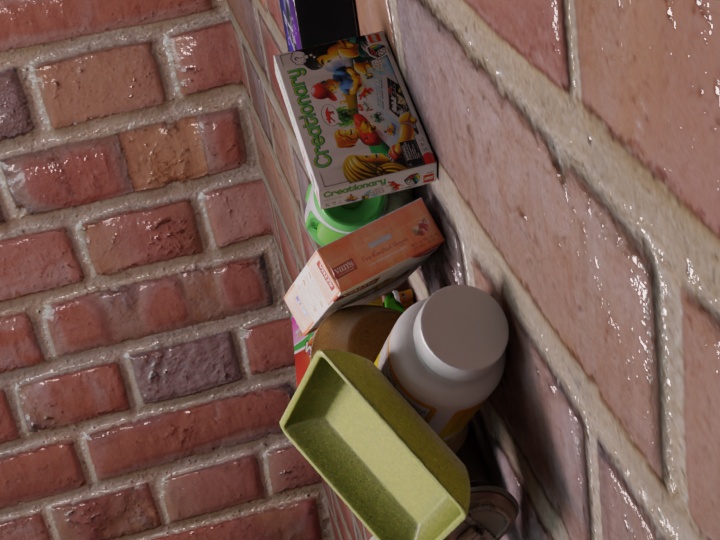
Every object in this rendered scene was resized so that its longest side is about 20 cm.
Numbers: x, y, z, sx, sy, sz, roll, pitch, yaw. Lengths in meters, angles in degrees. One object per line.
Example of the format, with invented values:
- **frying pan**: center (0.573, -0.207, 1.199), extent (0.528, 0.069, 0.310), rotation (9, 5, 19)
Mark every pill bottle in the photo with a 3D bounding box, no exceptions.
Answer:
- **pill bottle**: center (0.074, 0.092, 1.279), extent (0.200, 0.112, 0.113), rotation (113, 143, -62)

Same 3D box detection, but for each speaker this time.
- **speaker**: center (-0.019, -0.072, 1.534), extent (0.200, 0.088, 0.089), rotation (130, 126, -82)

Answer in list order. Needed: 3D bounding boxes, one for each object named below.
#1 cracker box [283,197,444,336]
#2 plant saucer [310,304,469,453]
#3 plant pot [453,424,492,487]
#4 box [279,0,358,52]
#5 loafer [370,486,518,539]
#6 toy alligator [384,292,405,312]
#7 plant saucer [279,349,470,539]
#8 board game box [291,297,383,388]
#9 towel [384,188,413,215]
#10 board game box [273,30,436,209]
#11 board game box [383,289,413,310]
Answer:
- **cracker box**: center (0.000, 0.000, 1.482), extent (0.058, 0.133, 0.200), rotation (61, 161, 8)
- **plant saucer**: center (0.042, 0.112, 1.425), extent (0.035, 0.199, 0.201), rotation (-49, 48, 41)
- **plant pot**: center (0.057, 0.206, 1.502), extent (0.200, 0.186, 0.188), rotation (47, 153, 43)
- **box**: center (-0.048, -0.282, 1.692), extent (0.141, 0.078, 0.201), rotation (-111, 10, -58)
- **loafer**: center (0.079, 0.284, 1.368), extent (0.072, 0.200, 0.063), rotation (44, -141, -17)
- **toy alligator**: center (0.066, 0.113, 1.621), extent (0.059, 0.054, 0.201), rotation (-99, 1, -63)
- **plant saucer**: center (0.020, 0.174, 1.278), extent (0.200, 0.048, 0.200), rotation (47, 151, 11)
- **board game box**: center (-0.028, 0.083, 1.727), extent (0.153, 0.040, 0.201), rotation (-45, 37, 36)
- **towel**: center (0.025, -0.126, 1.577), extent (0.200, 0.036, 0.149), rotation (-112, 11, -48)
- **board game box**: center (-0.008, -0.162, 1.415), extent (0.035, 0.126, 0.201), rotation (86, 167, -54)
- **board game box**: center (0.068, 0.133, 1.758), extent (0.200, 0.026, 0.201), rotation (120, 136, -80)
